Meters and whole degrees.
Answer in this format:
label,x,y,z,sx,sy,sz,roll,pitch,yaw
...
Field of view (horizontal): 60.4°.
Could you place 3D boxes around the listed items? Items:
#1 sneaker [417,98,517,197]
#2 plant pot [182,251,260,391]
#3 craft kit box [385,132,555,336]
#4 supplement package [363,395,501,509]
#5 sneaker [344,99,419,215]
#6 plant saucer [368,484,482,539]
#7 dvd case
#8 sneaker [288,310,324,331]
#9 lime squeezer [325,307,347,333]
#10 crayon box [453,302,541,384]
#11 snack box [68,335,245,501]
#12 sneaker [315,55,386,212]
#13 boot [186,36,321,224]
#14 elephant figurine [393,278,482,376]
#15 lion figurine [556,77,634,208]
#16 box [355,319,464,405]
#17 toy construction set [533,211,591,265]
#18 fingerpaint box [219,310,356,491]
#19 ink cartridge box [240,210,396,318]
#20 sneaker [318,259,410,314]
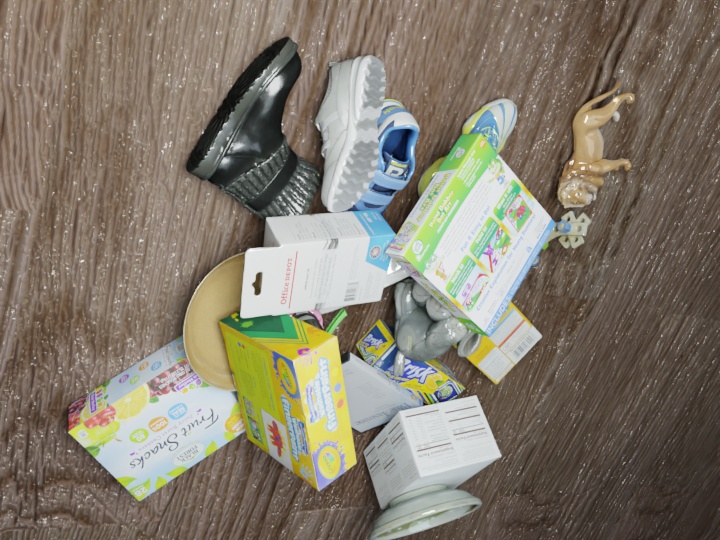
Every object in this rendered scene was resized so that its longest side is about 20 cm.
label,x,y,z,sx,sy,sz,roll,pitch,yaw
sneaker,0.178,-0.161,0.911,0.076,0.105,0.200,37,96,-35
plant pot,-0.162,0.069,0.867,0.200,0.027,0.201,-15,112,-40
craft kit box,0.157,-0.045,0.843,0.197,0.048,0.200,42,75,-32
supplement package,0.118,0.319,1.077,0.155,0.111,0.200,-6,149,-24
sneaker,0.026,-0.133,0.864,0.074,0.082,0.201,4,115,-30
plant saucer,0.104,0.404,1.047,0.199,0.050,0.200,-13,150,-8
dvd case,-0.009,0.208,1.022,0.142,0.018,0.200,-30,131,28
sneaker,-0.067,0.152,0.889,0.079,0.095,0.201,-17,113,-19
lime squeezer,-0.100,0.131,0.956,0.199,0.038,0.071,-25,142,1
crayon box,0.225,0.103,1.106,0.126,0.052,0.200,-47,127,2
snack box,-0.283,0.211,0.896,0.200,0.068,0.169,-31,123,-9
sneaker,-0.022,-0.176,0.809,0.075,0.082,0.201,5,99,-55
boot,-0.102,-0.166,0.784,0.158,0.079,0.211,30,104,-32
elephant figurine,0.150,0.069,0.975,0.200,0.155,0.142,-4,77,-49
lion figurine,0.379,-0.207,1.021,0.122,0.072,0.201,-10,106,-7
box,0.087,0.165,1.056,0.200,0.070,0.064,36,100,-35
toy construction set,0.274,-0.077,1.020,0.199,0.092,0.132,18,106,-21
fingerpaint box,-0.095,0.161,0.823,0.073,0.167,0.201,-27,120,-36
ink cartridge box,-0.064,-0.011,0.812,0.199,0.067,0.116,-6,130,-24
sneaker,0.000,0.000,0.944,0.199,0.073,0.085,-27,89,-2
